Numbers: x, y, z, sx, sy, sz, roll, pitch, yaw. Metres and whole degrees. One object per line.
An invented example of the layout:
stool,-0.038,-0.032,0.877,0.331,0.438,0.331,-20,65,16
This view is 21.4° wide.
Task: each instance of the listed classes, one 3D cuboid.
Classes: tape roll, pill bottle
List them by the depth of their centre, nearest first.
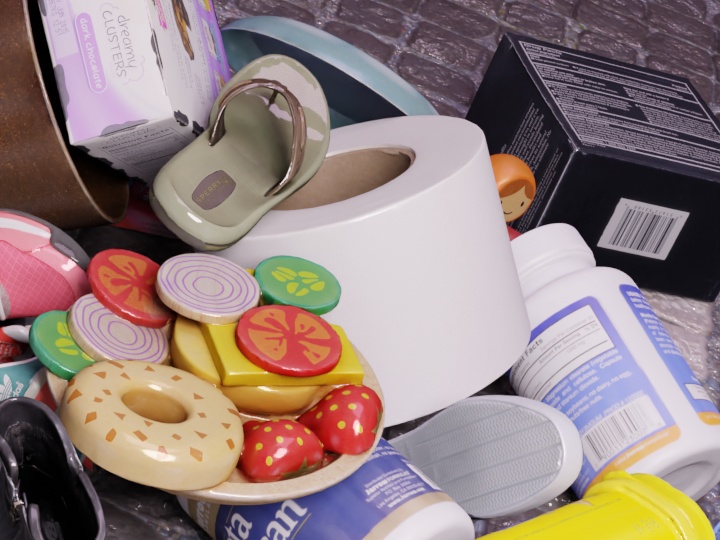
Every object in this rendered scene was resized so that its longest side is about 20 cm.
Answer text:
pill bottle,-0.039,0.126,1.115,0.200,0.112,0.111,39,33,28
tape roll,0.000,0.000,1.235,0.201,0.140,0.203,-14,20,5
pill bottle,0.162,0.070,1.306,0.112,0.112,0.201,-4,53,-39

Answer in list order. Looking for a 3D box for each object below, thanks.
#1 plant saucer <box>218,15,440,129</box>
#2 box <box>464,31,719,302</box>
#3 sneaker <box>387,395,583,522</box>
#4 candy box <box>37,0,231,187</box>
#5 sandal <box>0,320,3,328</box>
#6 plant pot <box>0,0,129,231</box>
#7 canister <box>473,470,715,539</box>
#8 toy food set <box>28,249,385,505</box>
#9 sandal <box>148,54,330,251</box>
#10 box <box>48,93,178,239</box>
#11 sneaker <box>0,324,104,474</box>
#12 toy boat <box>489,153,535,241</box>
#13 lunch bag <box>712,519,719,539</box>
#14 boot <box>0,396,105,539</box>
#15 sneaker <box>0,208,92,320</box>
plant saucer,-0.013,-0.127,1.374,0.199,0.028,0.200,29,-11,6
box,0.214,-0.088,1.637,0.199,0.124,0.199,11,32,-23
sneaker,0.068,0.117,1.148,0.071,0.199,0.074,3,77,-40
candy box,-0.144,-0.152,1.248,0.071,0.169,0.200,-15,-10,9
sandal,-0.274,0.035,1.178,0.075,0.048,0.200,37,45,28
plant pot,-0.275,-0.095,1.235,0.199,0.188,0.187,-15,31,7
canister,0.094,0.204,1.043,0.199,0.149,0.086,-12,33,-43
toy food set,-0.082,0.054,1.054,0.199,0.049,0.198,0,36,-23
sandal,-0.062,-0.079,1.161,0.080,0.057,0.201,32,34,-2
box,-0.216,-0.106,1.394,0.199,0.095,0.103,12,30,-18
sneaker,-0.175,0.053,1.143,0.093,0.071,0.200,27,12,-8
toy boat,0.094,-0.028,1.444,0.199,0.131,0.130,31,30,15
lunch bag,0.285,0.201,1.191,0.132,0.136,0.199,40,33,28
boot,-0.179,0.111,1.008,0.070,0.132,0.200,-23,48,-27
sneaker,-0.254,0.014,1.129,0.199,0.074,0.087,7,49,7
